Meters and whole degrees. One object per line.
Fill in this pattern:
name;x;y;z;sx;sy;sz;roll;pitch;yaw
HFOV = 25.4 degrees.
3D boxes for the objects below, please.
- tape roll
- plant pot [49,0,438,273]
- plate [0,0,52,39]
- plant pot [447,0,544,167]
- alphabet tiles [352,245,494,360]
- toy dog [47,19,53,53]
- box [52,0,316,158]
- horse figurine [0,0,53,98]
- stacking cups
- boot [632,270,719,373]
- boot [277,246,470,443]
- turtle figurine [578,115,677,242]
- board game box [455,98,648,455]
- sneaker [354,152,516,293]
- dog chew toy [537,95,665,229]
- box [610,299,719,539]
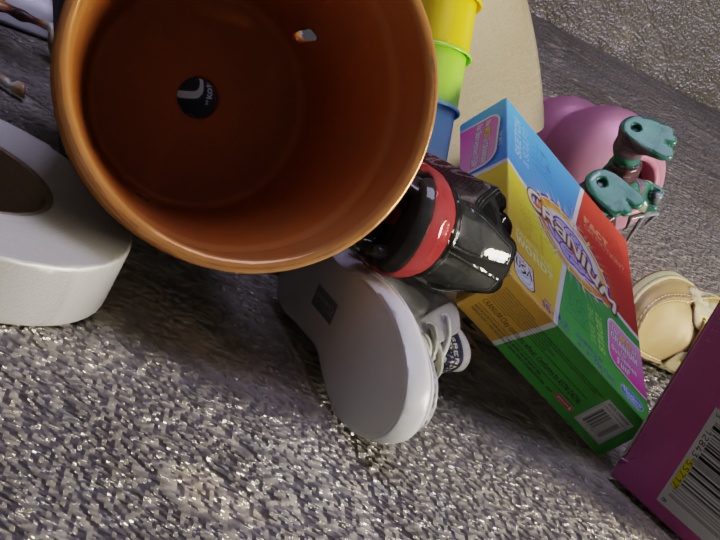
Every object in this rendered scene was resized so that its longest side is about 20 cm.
tape roll;-0.213;-0.041;0.813;0.203;0.037;0.203;26;17;-9
plant pot;-0.074;-0.098;0.866;0.200;0.200;0.140;24;-7;-17
plate;-0.285;-0.241;1.292;0.200;0.032;0.200;17;21;-34
plant pot;0.015;-0.190;1.230;0.200;0.177;0.200;-30;53;-29
alphabet tiles;0.000;0.000;1.086;0.200;0.006;0.166;20;18;-28
toy dog;-0.166;-0.235;1.203;0.096;0.200;0.132;46;-1;23
box;-0.087;-0.132;1.031;0.200;0.122;0.106;1;-5;-43
horse figurine;-0.239;-0.206;1.108;0.133;0.050;0.200;32;60;12
stacking cups;0.043;-0.092;1.082;0.060;0.200;0.061;7;-11;1
boot;0.289;0.072;1.225;0.155;0.073;0.200;37;13;35
boot;0.026;0.038;0.898;0.096;0.074;0.200;16;21;-26
turtle figurine;0.200;-0.034;1.310;0.101;0.200;0.150;13;60;4
board game box;0.123;0.000;1.036;0.153;0.040;0.200;46;28;-27
sneaker;0.033;-0.036;0.939;0.098;0.071;0.200;23;11;-23
dog chew toy;0.209;-0.117;1.584;0.125;0.125;0.200;16;13;-37
box;0.284;0.089;0.988;0.200;0.176;0.097;11;24;-47
